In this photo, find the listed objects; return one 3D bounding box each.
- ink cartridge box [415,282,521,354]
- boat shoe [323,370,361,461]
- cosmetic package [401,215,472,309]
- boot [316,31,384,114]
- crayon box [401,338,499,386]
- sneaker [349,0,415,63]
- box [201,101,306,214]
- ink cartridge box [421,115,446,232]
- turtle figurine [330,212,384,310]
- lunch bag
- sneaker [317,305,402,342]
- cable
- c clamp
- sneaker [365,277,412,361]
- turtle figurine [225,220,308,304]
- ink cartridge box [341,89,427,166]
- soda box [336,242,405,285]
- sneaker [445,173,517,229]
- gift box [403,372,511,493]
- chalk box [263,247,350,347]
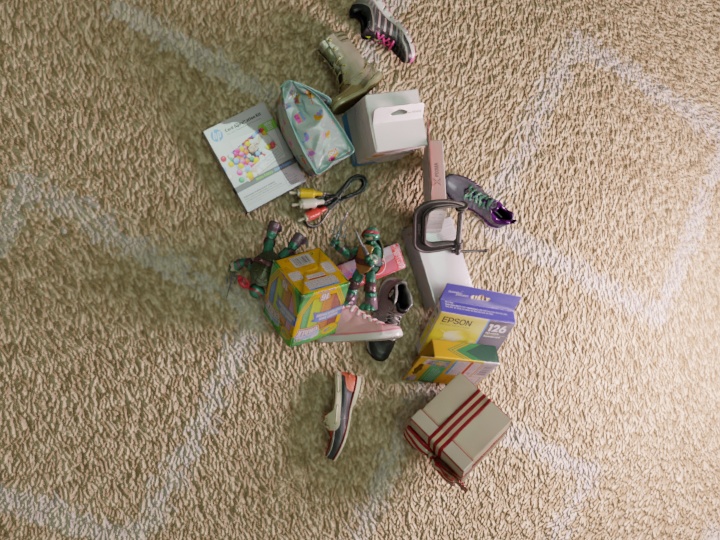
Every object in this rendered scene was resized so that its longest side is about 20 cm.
[{"bbox_3d":[0.257,0.131,1.591,0.197,0.047,0.200,10,130,-16],"label":"ink cartridge box"},{"bbox_3d":[-0.052,0.329,1.535,0.062,0.071,0.201,16,82,-10],"label":"boat shoe"},{"bbox_3d":[0.184,-0.018,1.613,0.112,0.081,0.201,-17,95,-17],"label":"cosmetic package"},{"bbox_3d":[-0.047,-0.450,1.527,0.155,0.072,0.200,49,47,-9],"label":"boot"},{"bbox_3d":[0.207,0.217,1.588,0.199,0.126,0.052,7,54,-18],"label":"crayon box"},{"bbox_3d":[0.046,-0.558,1.585,0.087,0.074,0.200,-40,95,-15],"label":"sneaker"},{"bbox_3d":[-0.235,-0.250,1.506,0.156,0.041,0.201,-30,97,-16],"label":"box"},{"bbox_3d":[0.168,-0.216,1.525,0.044,0.176,0.201,1,61,0],"label":"ink cartridge box"},{"bbox_3d":[0.006,-0.020,1.455,0.100,0.150,0.201,3,95,-32],"label":"turtle figurine"},{"bbox_3d":[-0.112,-0.315,1.476,0.122,0.170,0.200,-32,99,-5],"label":"lunch bag"},{"bbox_3d":[-0.005,0.109,1.520,0.199,0.075,0.105,-4,80,19],"label":"sneaker"},{"bbox_3d":[-0.064,-0.159,1.552,0.199,0.050,0.098,-18,98,-16],"label":"cable"},{"bbox_3d":[0.197,-0.095,1.503,0.170,0.200,0.027,-9,53,5],"label":"c clamp"},{"bbox_3d":[0.069,0.112,1.554,0.075,0.115,0.201,12,85,-17],"label":"sneaker"},{"bbox_3d":[-0.202,-0.003,1.485,0.149,0.101,0.201,32,74,-14],"label":"turtle figurine"},{"bbox_3d":[0.056,-0.319,1.514,0.128,0.200,0.126,-12,92,-17],"label":"ink cartridge box"},{"bbox_3d":[0.000,0.000,1.558,0.199,0.070,0.064,-21,93,-16],"label":"soda box"},{"bbox_3d":[0.294,-0.175,1.645,0.200,0.087,0.075,32,80,-15],"label":"sneaker"},{"bbox_3d":[0.223,0.382,1.550,0.187,0.200,0.184,-40,60,-17],"label":"gift box"},{"bbox_3d":[-0.123,0.075,1.454,0.124,0.124,0.201,-17,139,-34],"label":"chalk box"}]
